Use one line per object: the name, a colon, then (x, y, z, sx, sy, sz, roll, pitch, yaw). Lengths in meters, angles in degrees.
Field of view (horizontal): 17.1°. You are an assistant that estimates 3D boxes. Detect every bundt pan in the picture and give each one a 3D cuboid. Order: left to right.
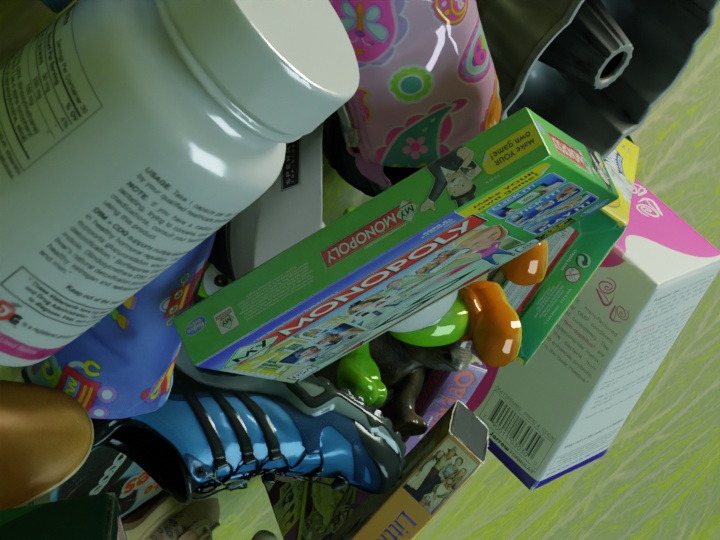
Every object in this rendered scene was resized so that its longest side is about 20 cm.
bundt pan: (0.122, -0.140, 1.403, 0.202, 0.076, 0.202, -39, 156, -21)

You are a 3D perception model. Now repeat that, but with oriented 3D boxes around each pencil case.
pencil case: (-0.115, -0.015, 1.182, 0.078, 0.087, 0.201, -40, 158, -45)
pencil case: (0.007, -0.135, 1.119, 0.087, 0.087, 0.201, -38, 134, -20)

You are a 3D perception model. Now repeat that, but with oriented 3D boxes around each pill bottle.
pill bottle: (-0.104, -0.056, 1.032, 0.200, 0.114, 0.113, -36, 162, 23)

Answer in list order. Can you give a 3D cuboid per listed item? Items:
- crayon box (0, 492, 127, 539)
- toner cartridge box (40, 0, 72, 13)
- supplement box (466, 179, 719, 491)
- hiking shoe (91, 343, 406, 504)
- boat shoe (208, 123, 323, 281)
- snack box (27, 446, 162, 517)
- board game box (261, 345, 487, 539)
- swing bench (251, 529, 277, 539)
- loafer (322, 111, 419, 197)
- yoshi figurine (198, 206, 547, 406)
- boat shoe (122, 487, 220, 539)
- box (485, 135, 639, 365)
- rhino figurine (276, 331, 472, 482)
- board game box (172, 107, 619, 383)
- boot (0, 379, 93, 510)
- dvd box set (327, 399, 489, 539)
crayon box: (-0.200, 0.185, 1.154, 0.198, 0.051, 0.128, -10, 122, 5)
toner cartridge box: (-0.078, -0.205, 0.991, 0.200, 0.043, 0.095, -44, 156, -7)
supplement box: (0.160, 0.044, 1.738, 0.103, 0.101, 0.201, -19, 145, -48)
hiking shoe: (-0.073, 0.094, 1.300, 0.074, 0.199, 0.087, 131, -24, -61)
boat shoe: (-0.052, -0.087, 1.192, 0.070, 0.066, 0.202, -22, 123, -42)
snack box: (-0.114, 0.082, 1.401, 0.199, 0.037, 0.117, -34, 156, -29)
board game box: (0.005, 0.101, 1.544, 0.032, 0.120, 0.201, 20, 118, -26)
swing bench: (-0.168, 0.214, 1.280, 0.198, 0.130, 0.201, 24, 114, -20)
loafer: (0.013, -0.100, 1.285, 0.068, 0.070, 0.201, -41, 157, -18)
yoshi figurine: (0.003, 0.012, 1.316, 0.198, 0.113, 0.112, 4, 164, -19)
boat shoe: (-0.132, 0.182, 1.453, 0.073, 0.063, 0.200, -35, 177, 25)
box: (0.131, -0.027, 1.564, 0.118, 0.048, 0.200, -55, -178, 20)
rhino figurine: (0.012, 0.058, 1.470, 0.059, 0.088, 0.200, 16, 147, -31)
board game box: (0.020, -0.008, 1.174, 0.199, 0.029, 0.134, -30, 165, 15)
boot: (-0.206, 0.062, 1.108, 0.200, 0.071, 0.144, -8, 151, -24)
dvd box set: (-0.003, 0.164, 1.392, 0.200, 0.029, 0.146, -48, 180, 5)
